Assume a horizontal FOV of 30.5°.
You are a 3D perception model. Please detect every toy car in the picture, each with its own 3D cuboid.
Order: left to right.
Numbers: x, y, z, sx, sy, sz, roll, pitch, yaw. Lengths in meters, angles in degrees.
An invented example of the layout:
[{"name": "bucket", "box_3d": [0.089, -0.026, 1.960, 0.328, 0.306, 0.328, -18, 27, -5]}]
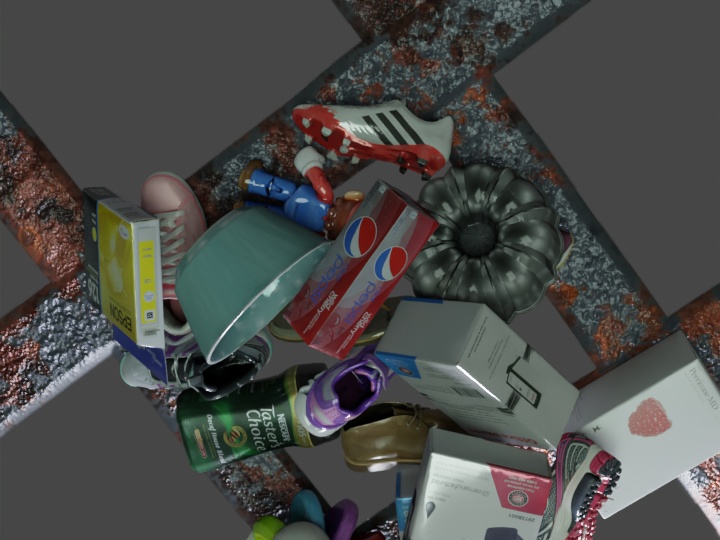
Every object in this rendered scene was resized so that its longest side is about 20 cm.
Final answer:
[{"name": "toy car", "box_3d": [-0.043, 0.365, 1.687, 0.200, 0.175, 0.150, 44, 68, -8]}]

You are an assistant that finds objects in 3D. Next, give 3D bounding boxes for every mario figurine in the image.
[{"name": "mario figurine", "box_3d": [-0.049, -0.070, 1.610, 0.199, 0.106, 0.124, 17, 142, 9]}]

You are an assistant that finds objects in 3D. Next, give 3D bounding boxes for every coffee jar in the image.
[{"name": "coffee jar", "box_3d": [-0.126, 0.183, 1.664, 0.198, 0.085, 0.105, -14, 105, 6]}]

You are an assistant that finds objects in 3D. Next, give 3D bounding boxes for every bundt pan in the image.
[{"name": "bundt pan", "box_3d": [0.138, -0.038, 1.550, 0.200, 0.076, 0.204, -3, 76, 11]}]

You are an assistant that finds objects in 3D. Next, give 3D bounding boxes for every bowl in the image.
[{"name": "bowl", "box_3d": [-0.138, 0.002, 1.530, 0.105, 0.201, 0.201, 45, 103, 8]}]

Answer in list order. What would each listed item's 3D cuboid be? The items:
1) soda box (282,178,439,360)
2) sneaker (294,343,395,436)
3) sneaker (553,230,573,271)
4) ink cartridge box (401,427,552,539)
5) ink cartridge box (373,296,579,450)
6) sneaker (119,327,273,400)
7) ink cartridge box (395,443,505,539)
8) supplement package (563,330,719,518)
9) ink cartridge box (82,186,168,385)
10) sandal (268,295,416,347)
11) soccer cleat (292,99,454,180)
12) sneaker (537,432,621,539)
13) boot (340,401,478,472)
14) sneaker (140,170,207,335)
[{"name": "soda box", "box_3d": [0.000, 0.000, 1.521, 0.063, 0.070, 0.201, 25, 104, -44]}, {"name": "sneaker", "box_3d": [0.009, 0.117, 1.598, 0.081, 0.088, 0.200, 46, 63, -9]}, {"name": "sneaker", "box_3d": [0.163, -0.004, 1.605, 0.199, 0.075, 0.090, -35, 93, 6]}, {"name": "ink cartridge box", "box_3d": [0.127, 0.302, 1.532, 0.144, 0.084, 0.202, 13, 105, -1]}, {"name": "ink cartridge box", "box_3d": [0.138, 0.121, 1.542, 0.200, 0.145, 0.085, 41, 67, -34]}, {"name": "sneaker", "box_3d": [-0.211, 0.119, 1.621, 0.198, 0.140, 0.078, -14, 105, 6]}, {"name": "ink cartridge box", "box_3d": [0.126, 0.341, 1.662, 0.145, 0.147, 0.202, -7, 104, 4]}, {"name": "supplement package", "box_3d": [0.347, 0.187, 1.622, 0.199, 0.120, 0.122, -33, 100, 11]}, {"name": "ink cartridge box", "box_3d": [-0.284, 0.016, 1.574, 0.047, 0.197, 0.202, -6, 106, -28]}, {"name": "sandal", "box_3d": [-0.026, 0.049, 1.606, 0.198, 0.081, 0.054, -1, 126, 23]}, {"name": "soccer cleat", "box_3d": [0.017, -0.171, 1.575, 0.199, 0.069, 0.086, 17, 65, 16]}, {"name": "sneaker", "box_3d": [0.241, 0.286, 1.569, 0.075, 0.080, 0.201, 37, 116, 35]}, {"name": "boot", "box_3d": [0.072, 0.197, 1.650, 0.198, 0.074, 0.076, -12, 128, -1]}, {"name": "sneaker", "box_3d": [-0.228, -0.016, 1.606, 0.075, 0.105, 0.202, -7, 104, 8]}]
